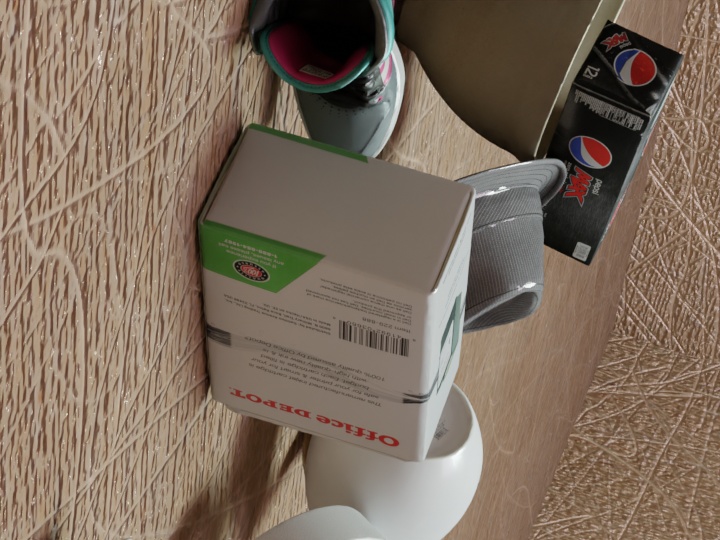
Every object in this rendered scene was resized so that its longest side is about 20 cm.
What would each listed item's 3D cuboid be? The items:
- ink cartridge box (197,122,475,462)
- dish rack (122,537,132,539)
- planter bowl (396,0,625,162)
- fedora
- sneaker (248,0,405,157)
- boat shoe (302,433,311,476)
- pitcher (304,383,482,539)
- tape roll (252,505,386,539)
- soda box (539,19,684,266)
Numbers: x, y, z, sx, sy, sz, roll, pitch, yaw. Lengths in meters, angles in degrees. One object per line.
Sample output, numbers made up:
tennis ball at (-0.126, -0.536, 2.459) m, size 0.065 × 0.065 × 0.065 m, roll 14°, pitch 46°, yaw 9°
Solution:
ink cartridge box at (-0.015, 0.018, 1.536) m, size 0.200 × 0.146 × 0.084 m, roll 93°, pitch 17°, yaw -57°
dish rack at (-0.177, 0.250, 1.350) m, size 0.200 × 0.044 × 0.172 m, roll -62°, pitch 164°, yaw -45°
planter bowl at (0.109, -0.191, 1.834) m, size 0.200 × 0.135 × 0.200 m, roll -62°, pitch 172°, yaw -15°
fedora at (0.074, 0.001, 1.846) m, size 0.177 × 0.090 × 0.200 m, roll -11°, pitch 166°, yaw -42°
sneaker at (-0.015, -0.124, 1.463) m, size 0.121 × 0.084 × 0.200 m, roll -67°, pitch 162°, yaw -52°
boat shoe at (-0.001, 0.130, 2.007) m, size 0.200 × 0.072 × 0.072 m, roll -67°, pitch 169°, yaw -59°
pitcher at (0.026, 0.143, 1.836) m, size 0.172 × 0.121 × 0.200 m, roll -49°, pitch 169°, yaw -40°
tape roll at (-0.061, 0.245, 1.711) m, size 0.203 × 0.037 × 0.203 m, roll -35°, pitch 151°, yaw -23°
soda box at (0.175, -0.092, 1.875) m, size 0.071 × 0.063 × 0.200 m, roll -59°, pitch 172°, yaw -32°
